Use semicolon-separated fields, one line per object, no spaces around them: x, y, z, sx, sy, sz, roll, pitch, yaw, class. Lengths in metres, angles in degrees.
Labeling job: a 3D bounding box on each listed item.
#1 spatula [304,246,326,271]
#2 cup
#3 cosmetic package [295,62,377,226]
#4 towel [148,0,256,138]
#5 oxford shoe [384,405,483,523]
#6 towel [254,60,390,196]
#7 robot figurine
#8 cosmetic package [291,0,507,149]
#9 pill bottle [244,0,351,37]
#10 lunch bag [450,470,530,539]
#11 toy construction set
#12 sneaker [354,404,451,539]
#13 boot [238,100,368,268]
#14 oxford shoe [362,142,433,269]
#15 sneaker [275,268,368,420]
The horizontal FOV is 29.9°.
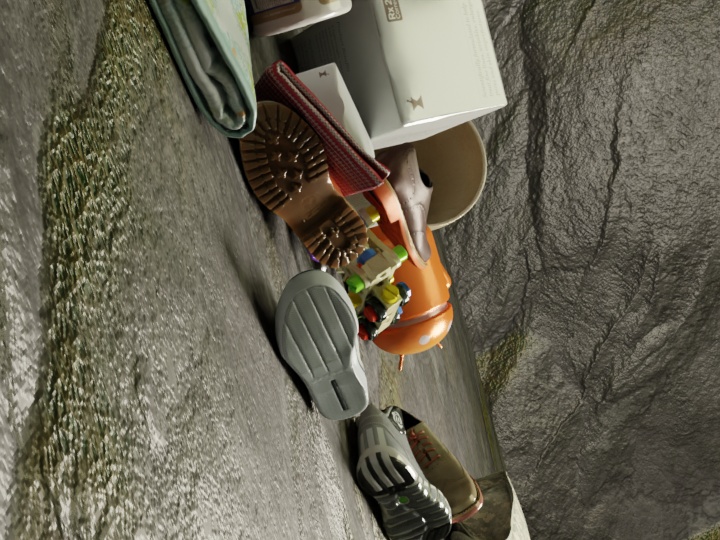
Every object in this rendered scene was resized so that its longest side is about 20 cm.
-0.039;0.031;1.358;0.056;0.020;0.202;16;61;-67;spatula
0.057;-0.133;1.873;0.143;0.199;0.202;134;-55;-67;cup
-0.032;-0.129;1.504;0.200;0.081;0.114;58;19;-63;cosmetic package
-0.131;-0.231;1.090;0.172;0.048;0.201;-96;169;-47;towel
0.071;0.219;1.536;0.200;0.070;0.075;35;-25;59;oxford shoe
-0.041;-0.130;1.255;0.145;0.022;0.200;47;-6;-7;towel
0.051;0.017;1.688;0.144;0.116;0.201;-71;145;-77;robot figurine
0.045;-0.247;1.662;0.200;0.164;0.166;-13;-89;58;cosmetic package
-0.086;-0.355;1.415;0.111;0.110;0.201;-72;147;-76;pill bottle
0.201;0.426;2.019;0.200;0.117;0.165;-98;172;-70;lunch bag
0.000;0.000;1.504;0.131;0.092;0.200;51;-5;12;toy construction set
0.043;0.208;1.443;0.200;0.075;0.116;65;10;-49;sneaker
-0.070;-0.096;1.260;0.107;0.075;0.200;55;-3;44;boot
0.057;-0.067;1.485;0.071;0.072;0.200;47;-8;29;oxford shoe
-0.039;0.055;1.186;0.201;0.073;0.071;80;-9;-52;sneaker
